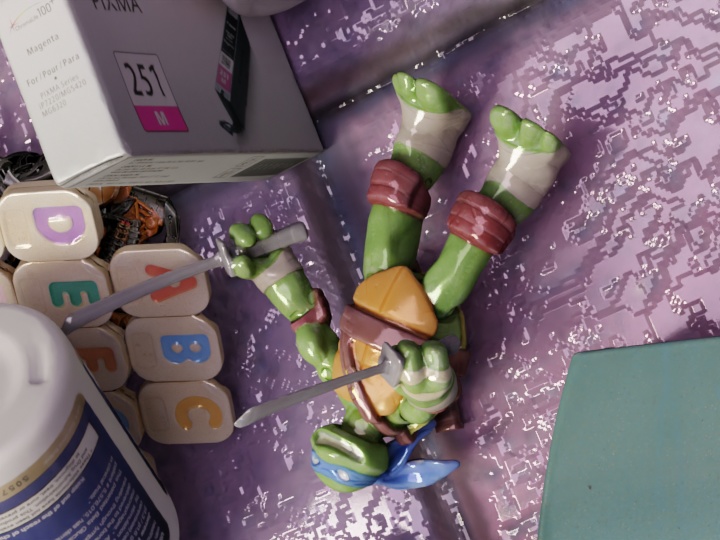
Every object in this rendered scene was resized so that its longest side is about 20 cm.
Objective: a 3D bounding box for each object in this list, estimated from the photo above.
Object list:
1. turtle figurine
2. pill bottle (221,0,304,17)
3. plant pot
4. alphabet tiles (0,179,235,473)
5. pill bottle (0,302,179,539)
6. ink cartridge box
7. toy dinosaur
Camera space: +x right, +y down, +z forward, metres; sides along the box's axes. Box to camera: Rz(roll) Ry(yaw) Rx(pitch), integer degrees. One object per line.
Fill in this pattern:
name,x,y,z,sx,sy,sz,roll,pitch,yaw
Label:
turtle figurine,0.000,0.000,0.952,0.200,0.144,0.194,29,85,-19
pill bottle,-0.080,-0.232,1.009,0.112,0.112,0.200,-44,75,19
plant pot,0.156,0.132,0.909,0.141,0.141,0.201,-8,83,23
alphabet tiles,-0.167,0.045,1.047,0.195,0.015,0.201,-3,122,9
pill bottle,-0.155,0.118,1.006,0.111,0.200,0.111,-12,46,13
ink cartridge box,-0.106,-0.127,0.975,0.043,0.200,0.174,-24,83,24
toy dinosaur,-0.161,-0.039,1.079,0.135,0.102,0.201,-4,72,9
